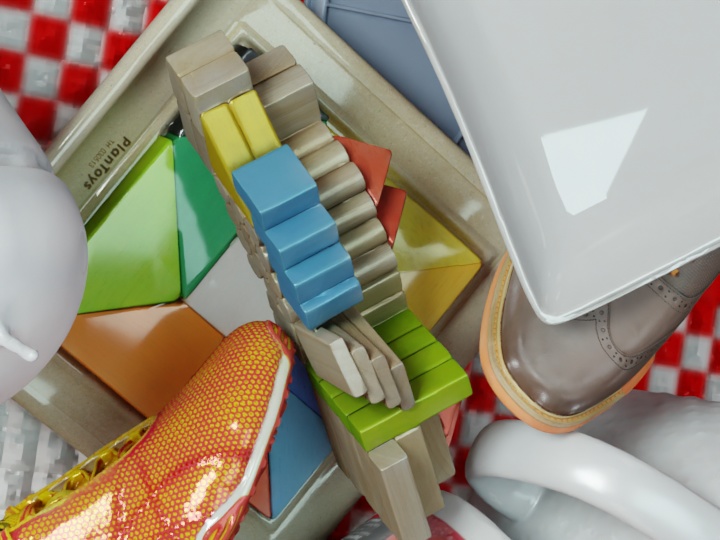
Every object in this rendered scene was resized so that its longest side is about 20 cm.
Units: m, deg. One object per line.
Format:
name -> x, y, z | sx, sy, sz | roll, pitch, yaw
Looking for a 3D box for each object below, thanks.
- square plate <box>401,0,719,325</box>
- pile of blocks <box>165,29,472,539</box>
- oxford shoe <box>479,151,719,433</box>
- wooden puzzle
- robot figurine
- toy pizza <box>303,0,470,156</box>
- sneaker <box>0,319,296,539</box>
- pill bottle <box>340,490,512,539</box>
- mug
square plate -> 0.111, -0.107, 0.914 | 0.198, 0.028, 0.200 | -24, 91, -13
pile of blocks -> 0.000, 0.000, 0.889 | 0.062, 0.082, 0.200 | -29, 108, -13
oxford shoe -> 0.112, -0.016, 0.948 | 0.071, 0.073, 0.200 | 41, 50, -2
wooden puzzle -> -0.039, 0.005, 0.935 | 0.200, 0.037, 0.185 | 41, 85, -27
robot figurine -> -0.165, -0.027, 0.806 | 0.113, 0.170, 0.200 | -27, 67, -23
toy pizza -> 0.060, -0.094, 1.007 | 0.200, 0.032, 0.201 | -4, 98, -28
sneaker -> -0.094, 0.097, 0.887 | 0.077, 0.073, 0.200 | 37, 89, -9
pill bottle -> -0.021, 0.179, 0.933 | 0.200, 0.111, 0.111 | -33, 109, -24
mug -> 0.128, 0.115, 0.977 | 0.200, 0.175, 0.148 | 34, 76, -27
